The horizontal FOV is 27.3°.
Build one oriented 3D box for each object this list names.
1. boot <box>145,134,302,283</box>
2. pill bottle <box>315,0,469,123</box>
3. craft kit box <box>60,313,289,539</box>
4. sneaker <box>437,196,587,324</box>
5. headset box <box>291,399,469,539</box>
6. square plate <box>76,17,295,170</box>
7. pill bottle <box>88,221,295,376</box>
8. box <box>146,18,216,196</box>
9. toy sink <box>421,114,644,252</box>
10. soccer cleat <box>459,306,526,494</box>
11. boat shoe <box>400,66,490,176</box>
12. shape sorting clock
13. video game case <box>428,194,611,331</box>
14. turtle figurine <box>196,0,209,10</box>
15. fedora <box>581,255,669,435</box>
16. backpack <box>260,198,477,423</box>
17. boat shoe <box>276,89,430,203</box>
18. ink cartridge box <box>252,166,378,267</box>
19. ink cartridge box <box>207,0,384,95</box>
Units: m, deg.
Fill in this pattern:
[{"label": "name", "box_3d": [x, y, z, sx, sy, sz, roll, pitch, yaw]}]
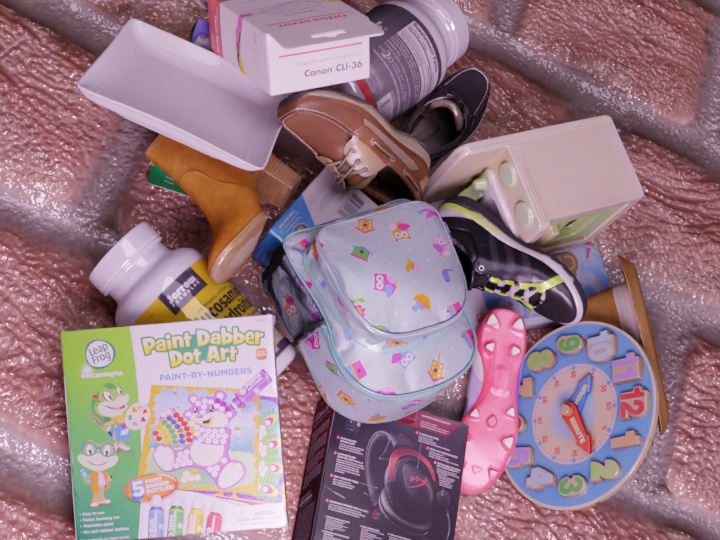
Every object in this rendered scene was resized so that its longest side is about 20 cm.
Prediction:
[{"label": "boot", "box_3d": [-0.155, -0.078, 1.474, 0.143, 0.071, 0.201, 29, 39, 3]}, {"label": "pill bottle", "box_3d": [0.025, -0.230, 1.657, 0.116, 0.116, 0.200, 48, 58, 3]}, {"label": "craft kit box", "box_3d": [-0.170, 0.146, 1.372, 0.199, 0.049, 0.199, -5, 86, -1]}, {"label": "sneaker", "box_3d": [0.142, 0.006, 1.561, 0.200, 0.072, 0.083, 36, 54, 11]}, {"label": "headset box", "box_3d": [0.020, 0.216, 1.477, 0.148, 0.075, 0.201, 18, 62, -15]}, {"label": "square plate", "box_3d": [-0.173, -0.176, 1.503, 0.197, 0.029, 0.200, 25, 30, -5]}, {"label": "pill bottle", "box_3d": [-0.168, 0.050, 1.451, 0.200, 0.112, 0.112, 44, 58, 0]}, {"label": "box", "box_3d": [-0.152, -0.163, 1.592, 0.117, 0.048, 0.201, 19, 63, -13]}, {"label": "toy sink", "box_3d": [0.185, -0.079, 1.623, 0.199, 0.130, 0.113, -13, 73, -27]}, {"label": "soccer cleat", "box_3d": [0.137, 0.138, 1.569, 0.066, 0.076, 0.201, 10, 82, 1]}, {"label": "boat shoe", "box_3d": [0.095, -0.170, 1.688, 0.072, 0.065, 0.200, 42, 58, 1]}, {"label": "shape sorting clock", "box_3d": [0.220, 0.148, 1.528, 0.039, 0.199, 0.201, 29, 54, -45]}, {"label": "video game case", "box_3d": [0.182, -0.022, 1.684, 0.199, 0.022, 0.183, -8, 71, -26]}, {"label": "turtle figurine", "box_3d": [-0.085, -0.325, 1.635, 0.193, 0.200, 0.145, 20, 89, -20]}, {"label": "fedora", "box_3d": [0.281, 0.087, 1.618, 0.081, 0.201, 0.202, -13, 69, 9]}, {"label": "backpack", "box_3d": [0.021, 0.040, 1.438, 0.175, 0.153, 0.201, -17, 79, -30]}, {"label": "boat shoe", "box_3d": [0.000, -0.122, 1.539, 0.199, 0.075, 0.074, 24, 55, -37]}, {"label": "ink cartridge box", "box_3d": [0.000, 0.000, 1.570, 0.200, 0.068, 0.116, 41, 59, -1]}, {"label": "ink cartridge box", "box_3d": [-0.067, -0.236, 1.518, 0.116, 0.068, 0.200, -14, 30, -23]}]
